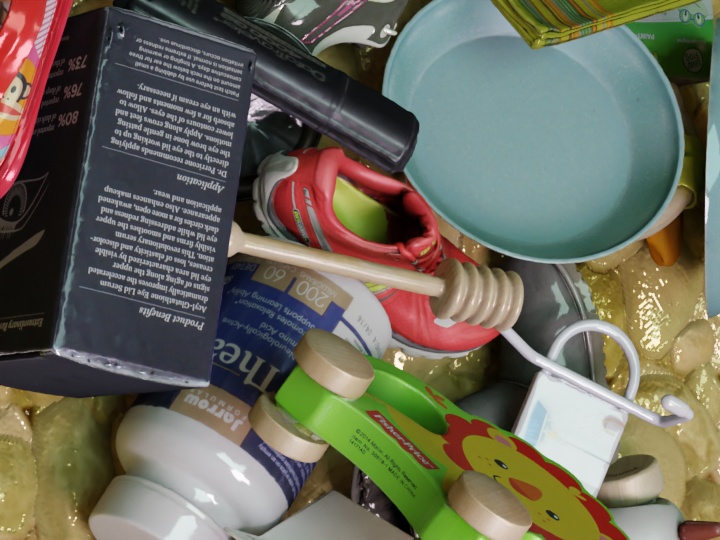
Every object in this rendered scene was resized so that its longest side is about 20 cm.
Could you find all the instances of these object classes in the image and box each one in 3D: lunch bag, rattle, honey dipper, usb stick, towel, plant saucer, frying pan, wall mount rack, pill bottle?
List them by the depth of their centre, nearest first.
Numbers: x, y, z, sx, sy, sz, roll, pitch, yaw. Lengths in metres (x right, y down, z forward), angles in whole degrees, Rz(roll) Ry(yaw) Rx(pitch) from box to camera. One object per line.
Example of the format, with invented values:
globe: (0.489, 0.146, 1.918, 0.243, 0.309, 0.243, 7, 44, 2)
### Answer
lunch bag: (-0.218, -0.131, 1.480, 0.082, 0.176, 0.200, 25, 72, -30)
honey dipper: (0.000, 0.000, 1.577, 0.200, 0.038, 0.038, 12, 79, -24)
pill bottle: (-0.074, 0.087, 1.599, 0.111, 0.111, 0.200, 44, 63, -24)
usb stick: (-0.054, -0.119, 1.601, 0.200, 0.033, 0.055, 29, 29, -11)
frying pan: (-0.078, -0.132, 1.637, 0.115, 0.031, 0.190, -12, 108, -14)
wall mount rack: (0.105, 0.104, 1.666, 0.174, 0.075, 0.200, 27, 73, -11)
plant saucer: (0.105, -0.089, 1.712, 0.200, 0.036, 0.200, 7, 63, -14)
towel: (0.156, -0.196, 1.760, 0.200, 0.018, 0.086, -19, 63, -40)
rattle: (0.121, -0.055, 1.803, 0.200, 0.143, 0.130, -14, 81, -8)
plant saucer: (0.247, -0.068, 1.809, 0.027, 0.200, 0.200, 2, 83, 9)

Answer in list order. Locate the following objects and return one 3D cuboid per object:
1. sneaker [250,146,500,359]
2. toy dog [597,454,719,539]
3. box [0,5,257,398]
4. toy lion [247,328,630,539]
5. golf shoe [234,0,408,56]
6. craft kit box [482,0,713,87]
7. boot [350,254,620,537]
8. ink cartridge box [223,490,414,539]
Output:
sneaker: (0.024, -0.009, 1.640, 0.200, 0.085, 0.077, 33, 61, -32)
toy dog: (0.160, 0.196, 1.753, 0.132, 0.096, 0.200, 54, 53, -21)
box: (-0.151, -0.034, 1.536, 0.104, 0.148, 0.200, 14, 78, -34)
toy lion: (0.060, 0.117, 1.539, 0.069, 0.200, 0.192, -56, 155, 17)
golf shoe: (0.006, -0.189, 1.713, 0.200, 0.077, 0.088, -28, 109, -25)
craft kit box: (0.151, -0.227, 1.830, 0.200, 0.049, 0.198, 1, 82, -35)
boot: (0.070, 0.088, 1.724, 0.200, 0.073, 0.182, -21, 96, -33)
ink cartridge box: (-0.011, 0.235, 1.552, 0.125, 0.129, 0.200, -31, 131, -33)
